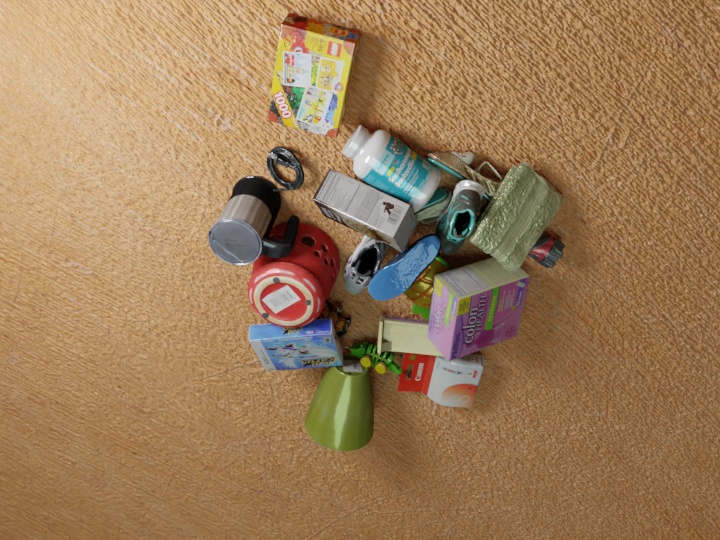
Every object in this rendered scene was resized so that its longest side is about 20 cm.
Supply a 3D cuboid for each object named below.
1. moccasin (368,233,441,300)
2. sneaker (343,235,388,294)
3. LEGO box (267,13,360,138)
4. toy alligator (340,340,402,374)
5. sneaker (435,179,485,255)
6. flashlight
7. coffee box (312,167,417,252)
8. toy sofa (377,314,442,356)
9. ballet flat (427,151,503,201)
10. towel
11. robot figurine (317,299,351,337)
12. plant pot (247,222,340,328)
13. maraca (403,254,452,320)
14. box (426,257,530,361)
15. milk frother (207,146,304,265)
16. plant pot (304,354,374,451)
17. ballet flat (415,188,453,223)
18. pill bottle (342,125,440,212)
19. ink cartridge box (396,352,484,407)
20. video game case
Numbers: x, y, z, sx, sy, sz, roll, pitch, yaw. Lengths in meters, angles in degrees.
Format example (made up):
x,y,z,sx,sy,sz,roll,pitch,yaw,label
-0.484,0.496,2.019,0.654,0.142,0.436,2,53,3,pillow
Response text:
x,y,z,sx,sy,sz,roll,pitch,yaw,label
0.104,-0.004,1.616,0.199,0.068,0.081,-36,94,23,moccasin
0.000,0.000,1.686,0.077,0.140,0.201,24,124,0,sneaker
-0.094,-0.384,1.473,0.147,0.078,0.202,14,126,0,LEGO box
0.019,0.203,1.875,0.198,0.059,0.055,23,128,9,toy alligator
0.201,-0.094,1.563,0.077,0.092,0.201,14,138,0,sneaker
0.349,-0.083,1.623,0.199,0.068,0.068,33,115,-7,flashlight
0.011,-0.126,1.566,0.198,0.080,0.113,26,172,19,coffee box
0.140,0.160,1.826,0.197,0.098,0.084,5,103,7,toy sofa
0.234,-0.209,1.560,0.199,0.071,0.066,31,97,-15,ballet flat
0.327,-0.110,1.551,0.148,0.036,0.201,33,92,-22,towel
-0.119,0.145,1.862,0.199,0.059,0.145,-35,117,29,robot figurine
-0.155,0.020,1.708,0.197,0.183,0.202,4,128,5,plant pot
0.157,0.038,1.711,0.135,0.108,0.202,-2,129,23,maraca
0.263,0.082,1.670,0.198,0.097,0.178,-15,130,-24,box
-0.218,-0.142,1.597,0.178,0.189,0.202,6,126,5,milk frother
-0.040,0.324,1.916,0.185,0.188,0.202,12,117,1,plant pot
0.115,-0.119,1.634,0.198,0.068,0.063,-16,131,20,ballet flat
0.061,-0.216,1.544,0.199,0.111,0.111,33,124,-14,pill bottle
0.201,0.276,1.883,0.197,0.050,0.164,2,131,-6,ink cartridge box
-0.152,0.183,1.792,0.197,0.046,0.182,-5,150,6,video game case
